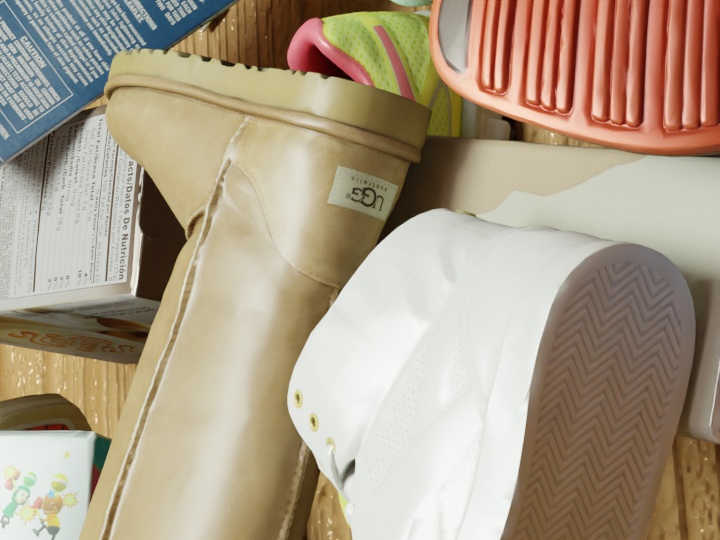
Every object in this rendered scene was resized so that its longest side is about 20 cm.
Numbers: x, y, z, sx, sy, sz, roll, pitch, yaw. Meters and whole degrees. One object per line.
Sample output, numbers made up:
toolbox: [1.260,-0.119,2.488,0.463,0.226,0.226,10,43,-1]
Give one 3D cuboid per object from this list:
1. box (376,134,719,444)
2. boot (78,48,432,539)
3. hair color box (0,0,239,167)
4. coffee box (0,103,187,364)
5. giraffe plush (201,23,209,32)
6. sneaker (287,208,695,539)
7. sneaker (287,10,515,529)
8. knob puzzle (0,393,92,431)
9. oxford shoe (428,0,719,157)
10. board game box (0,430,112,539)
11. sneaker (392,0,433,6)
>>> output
box: [0.082,0.006,0.741,0.200,0.095,0.078,9,89,55]
boot: [-0.061,0.032,0.787,0.175,0.066,0.201,12,85,62]
hair color box: [-0.091,-0.121,0.942,0.199,0.061,0.100,-34,19,4]
coffee box: [-0.090,-0.012,0.983,0.199,0.114,0.080,-7,75,54]
giraffe plush: [-0.158,-0.195,1.084,0.173,0.161,0.200,-60,38,27]
sneaker: [0.021,0.082,0.677,0.115,0.073,0.201,19,90,57]
sneaker: [0.000,0.000,0.865,0.078,0.090,0.201,-14,71,53]
knob puzzle: [-0.164,0.132,0.999,0.030,0.219,0.221,33,115,14]
oxford shoe: [0.117,-0.058,0.650,0.199,0.072,0.072,5,81,23]
board game box: [-0.111,0.170,0.933,0.064,0.148,0.201,-1,79,15]
sneaker: [0.039,-0.193,0.873,0.118,0.073,0.201,92,-162,-63]
